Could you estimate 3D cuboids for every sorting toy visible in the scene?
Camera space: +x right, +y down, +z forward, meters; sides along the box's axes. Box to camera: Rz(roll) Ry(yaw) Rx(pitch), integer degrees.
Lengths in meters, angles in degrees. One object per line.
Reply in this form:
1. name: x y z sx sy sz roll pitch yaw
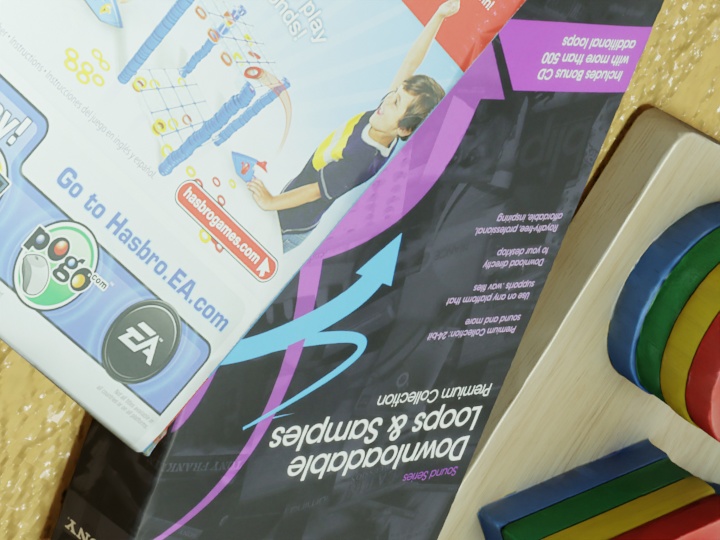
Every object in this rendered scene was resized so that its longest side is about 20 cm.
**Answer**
1. sorting toy: 0.117 0.067 0.980 0.199 0.070 0.200 20 104 -54

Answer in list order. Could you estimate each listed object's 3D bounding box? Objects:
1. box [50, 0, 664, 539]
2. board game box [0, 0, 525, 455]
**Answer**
1. box: 0.000 0.000 0.819 0.143 0.036 0.200 -3 122 -47
2. board game box: -0.054 -0.089 0.638 0.196 0.056 0.200 -50 135 -5
